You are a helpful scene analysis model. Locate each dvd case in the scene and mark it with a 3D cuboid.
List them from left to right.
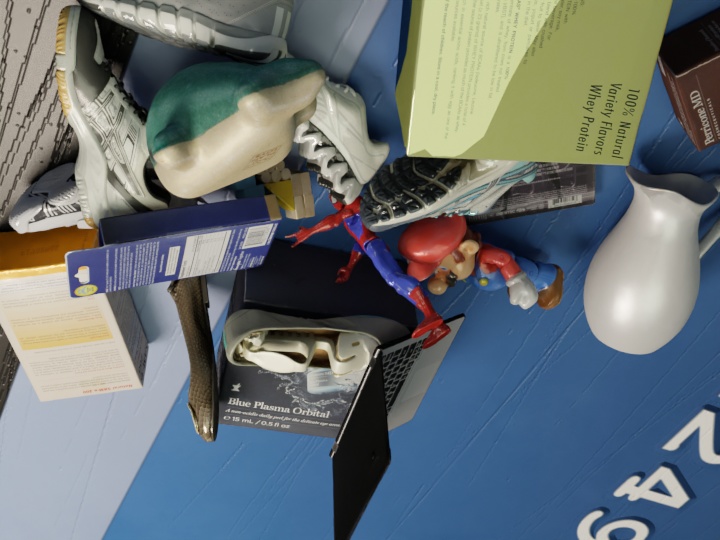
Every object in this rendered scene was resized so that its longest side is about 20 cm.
[{"bbox_3d":[0.170,-0.140,0.898,0.147,0.016,0.201,-10,131,4],"label":"dvd case"}]

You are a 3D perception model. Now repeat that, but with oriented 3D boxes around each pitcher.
[{"bbox_3d":[0.343,-0.014,0.965,0.170,0.121,0.202,-4,121,-22],"label":"pitcher"}]

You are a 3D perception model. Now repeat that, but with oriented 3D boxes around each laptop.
[{"bbox_3d":[0.042,0.172,0.906,0.199,0.116,0.188,-18,144,-37],"label":"laptop"}]

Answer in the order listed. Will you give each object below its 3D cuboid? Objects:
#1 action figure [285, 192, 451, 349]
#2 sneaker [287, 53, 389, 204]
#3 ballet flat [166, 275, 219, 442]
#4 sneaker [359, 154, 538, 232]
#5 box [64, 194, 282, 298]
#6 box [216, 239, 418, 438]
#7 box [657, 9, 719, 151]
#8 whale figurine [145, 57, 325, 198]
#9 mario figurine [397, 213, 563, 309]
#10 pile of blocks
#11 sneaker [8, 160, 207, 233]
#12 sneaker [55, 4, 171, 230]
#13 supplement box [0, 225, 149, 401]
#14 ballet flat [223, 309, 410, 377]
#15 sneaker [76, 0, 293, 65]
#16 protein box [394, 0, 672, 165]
[{"bbox_3d":[0.000,0.000,0.886,0.098,0.201,0.065,-31,154,4],"label":"action figure"},{"bbox_3d":[-0.045,-0.161,0.834,0.081,0.075,0.201,-40,119,-5],"label":"sneaker"},{"bbox_3d":[-0.184,0.089,0.950,0.046,0.202,0.067,-6,164,-10],"label":"ballet flat"},{"bbox_3d":[0.096,-0.080,0.865,0.198,0.078,0.087,-26,137,-1],"label":"sneaker"},{"bbox_3d":[-0.183,-0.022,0.832,0.198,0.033,0.121,-11,162,-21],"label":"box"},{"bbox_3d":[-0.058,0.083,0.998,0.194,0.118,0.201,9,127,-13],"label":"box"},{"bbox_3d":[0.394,-0.210,0.824,0.198,0.075,0.100,-25,128,17],"label":"box"},{"bbox_3d":[-0.107,-0.135,0.712,0.158,0.105,0.200,-26,-179,-30],"label":"whale figurine"},{"bbox_3d":[0.123,0.007,0.952,0.198,0.107,0.123,19,143,-28],"label":"mario figurine"},{"bbox_3d":[-0.129,-0.113,0.856,0.200,0.062,0.082,47,71,-31],"label":"pile of blocks"},{"bbox_3d":[-0.252,-0.059,0.886,0.198,0.075,0.115,-22,126,9],"label":"sneaker"},{"bbox_3d":[-0.220,-0.139,0.783,0.087,0.076,0.202,-8,114,-6],"label":"sneaker"},{"bbox_3d":[-0.326,0.048,0.970,0.124,0.074,0.202,-7,130,0],"label":"supplement box"},{"bbox_3d":[-0.042,0.082,0.881,0.198,0.064,0.068,6,124,-11],"label":"ballet flat"},{"bbox_3d":[-0.144,-0.254,0.749,0.198,0.075,0.117,18,94,7],"label":"sneaker"},{"bbox_3d":[0.140,-0.212,0.742,0.197,0.135,0.200,2,124,-4],"label":"protein box"}]
